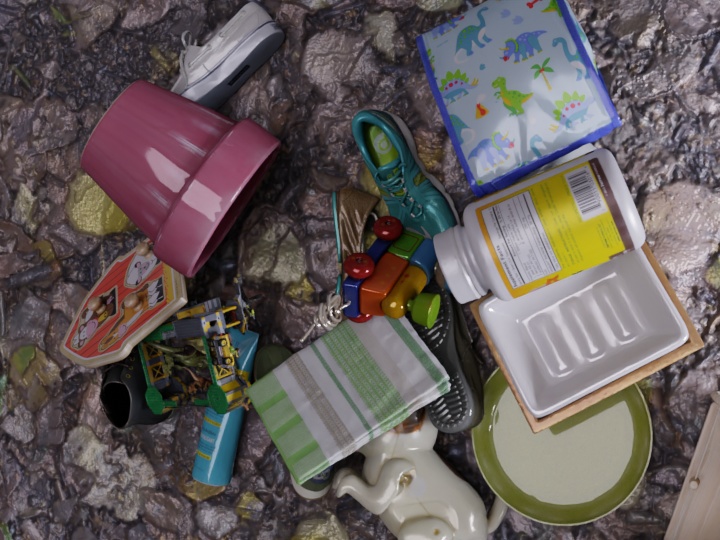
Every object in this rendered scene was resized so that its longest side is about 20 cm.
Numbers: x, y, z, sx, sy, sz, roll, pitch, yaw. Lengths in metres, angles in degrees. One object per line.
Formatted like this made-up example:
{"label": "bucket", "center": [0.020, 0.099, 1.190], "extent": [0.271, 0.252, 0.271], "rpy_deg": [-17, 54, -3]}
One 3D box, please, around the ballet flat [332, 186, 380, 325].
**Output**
{"label": "ballet flat", "center": [0.000, 0.000, 1.189], "extent": [0.072, 0.068, 0.202], "rpy_deg": [1, 88, 0]}

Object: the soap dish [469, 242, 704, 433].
{"label": "soap dish", "center": [0.241, 0.061, 1.064], "extent": [0.199, 0.081, 0.158], "rpy_deg": [-29, 70, 10]}

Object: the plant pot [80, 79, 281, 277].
{"label": "plant pot", "center": [-0.218, -0.122, 1.163], "extent": [0.179, 0.200, 0.201], "rpy_deg": [35, 103, -3]}

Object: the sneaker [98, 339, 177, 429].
{"label": "sneaker", "center": [-0.299, 0.102, 1.269], "extent": [0.074, 0.106, 0.201], "rpy_deg": [-22, 83, 19]}

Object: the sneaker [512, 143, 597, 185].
{"label": "sneaker", "center": [0.196, -0.062, 1.101], "extent": [0.100, 0.075, 0.200], "rpy_deg": [44, 105, 15]}

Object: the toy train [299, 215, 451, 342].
{"label": "toy train", "center": [0.033, 0.034, 1.072], "extent": [0.115, 0.200, 0.085], "rpy_deg": [19, 136, 21]}

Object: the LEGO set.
{"label": "LEGO set", "center": [-0.180, 0.098, 1.210], "extent": [0.199, 0.115, 0.155], "rpy_deg": [-19, 90, 45]}

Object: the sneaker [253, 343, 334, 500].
{"label": "sneaker", "center": [-0.073, 0.164, 1.172], "extent": [0.067, 0.090, 0.201], "rpy_deg": [-13, 64, -17]}

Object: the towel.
{"label": "towel", "center": [-0.015, 0.131, 1.095], "extent": [0.199, 0.031, 0.149], "rpy_deg": [-33, 49, -5]}

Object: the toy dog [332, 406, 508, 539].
{"label": "toy dog", "center": [0.059, 0.232, 1.129], "extent": [0.193, 0.140, 0.201], "rpy_deg": [-21, 84, 6]}

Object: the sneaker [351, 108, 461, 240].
{"label": "sneaker", "center": [0.046, -0.100, 1.154], "extent": [0.077, 0.080, 0.201], "rpy_deg": [-34, 81, 17]}

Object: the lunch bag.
{"label": "lunch bag", "center": [0.172, -0.191, 1.058], "extent": [0.169, 0.127, 0.201], "rpy_deg": [-27, 52, 19]}

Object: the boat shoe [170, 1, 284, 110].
{"label": "boat shoe", "center": [-0.195, -0.262, 1.240], "extent": [0.202, 0.075, 0.086], "rpy_deg": [-41, 79, 14]}

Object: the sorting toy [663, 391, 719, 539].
{"label": "sorting toy", "center": [0.377, 0.241, 0.983], "extent": [0.106, 0.180, 0.201], "rpy_deg": [19, 95, 13]}

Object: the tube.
{"label": "tube", "center": [-0.170, 0.170, 1.256], "extent": [0.077, 0.050, 0.202], "rpy_deg": [15, 95, 42]}

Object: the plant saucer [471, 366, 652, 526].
{"label": "plant saucer", "center": [0.225, 0.182, 1.107], "extent": [0.198, 0.031, 0.202], "rpy_deg": [-3, 80, 18]}

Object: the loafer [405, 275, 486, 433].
{"label": "loafer", "center": [0.096, 0.097, 1.135], "extent": [0.075, 0.070, 0.201], "rpy_deg": [-24, 59, 25]}

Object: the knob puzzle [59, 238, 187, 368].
{"label": "knob puzzle", "center": [-0.306, 0.038, 1.229], "extent": [0.219, 0.030, 0.221], "rpy_deg": [-27, 40, 25]}

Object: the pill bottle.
{"label": "pill bottle", "center": [0.179, -0.038, 1.010], "extent": [0.199, 0.109, 0.110], "rpy_deg": [-23, 84, 14]}
